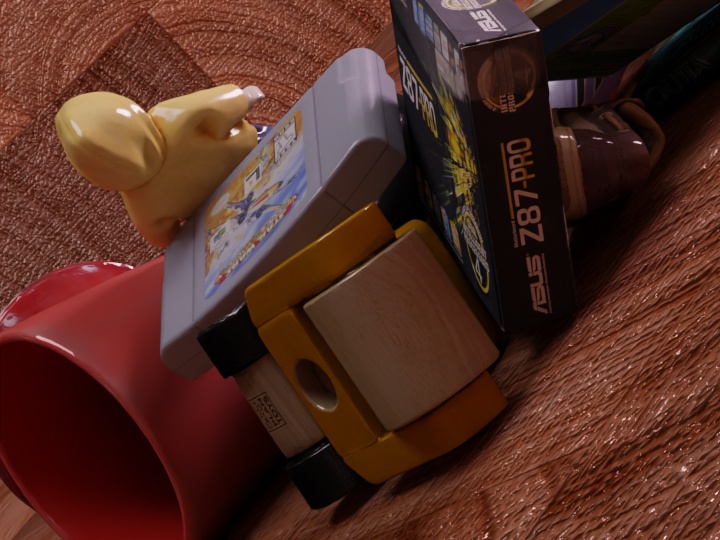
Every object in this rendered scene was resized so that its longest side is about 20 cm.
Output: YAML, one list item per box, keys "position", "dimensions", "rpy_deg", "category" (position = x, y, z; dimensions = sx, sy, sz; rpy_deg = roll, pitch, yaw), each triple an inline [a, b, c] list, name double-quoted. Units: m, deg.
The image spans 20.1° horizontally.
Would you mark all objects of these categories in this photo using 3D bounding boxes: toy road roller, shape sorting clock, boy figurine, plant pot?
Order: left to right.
- position: [-0.124, 0.081, 1.352]
  dimensions: [0.177, 0.201, 0.200]
  rpy_deg: [-37, 2, -36]
  category: "plant pot"
- position: [-0.111, -0.066, 1.307]
  dimensions: [0.064, 0.199, 0.125]
  rpy_deg: [47, 120, 41]
  category: "boy figurine"
- position: [0.018, 0.029, 1.094]
  dimensions: [0.146, 0.123, 0.200]
  rpy_deg: [-36, 2, -31]
  category: "toy road roller"
- position: [0.154, -0.160, 1.222]
  dimensions: [0.199, 0.039, 0.200]
  rpy_deg: [-26, -10, -5]
  category: "shape sorting clock"

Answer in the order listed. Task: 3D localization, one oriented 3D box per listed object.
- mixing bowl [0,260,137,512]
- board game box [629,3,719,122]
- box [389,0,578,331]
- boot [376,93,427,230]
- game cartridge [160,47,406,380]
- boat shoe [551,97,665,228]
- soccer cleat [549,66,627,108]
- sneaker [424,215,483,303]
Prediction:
- position: [-0.172, 0.089, 1.485]
  dimensions: [0.200, 0.200, 0.108]
  rpy_deg: [-47, 16, -22]
  category: "mixing bowl"
- position: [0.261, -0.184, 1.278]
  dimensions: [0.200, 0.028, 0.135]
  rpy_deg: [-39, 10, 34]
  category: "board game box"
- position: [0.063, -0.081, 1.112]
  dimensions: [0.049, 0.162, 0.200]
  rpy_deg: [-11, 25, -7]
  category: "box"
- position: [0.000, -0.001, 1.336]
  dimensions: [0.200, 0.065, 0.166]
  rpy_deg: [-68, -20, -56]
  category: "boot"
- position: [-0.051, -0.031, 1.216]
  dimensions: [0.200, 0.041, 0.133]
  rpy_deg: [-46, 21, 22]
  category: "game cartridge"
- position: [0.143, -0.065, 1.183]
  dimensions: [0.071, 0.073, 0.200]
  rpy_deg: [-12, 2, 8]
  category: "boat shoe"
- position: [0.134, -0.101, 1.371]
  dimensions: [0.200, 0.073, 0.068]
  rpy_deg: [-41, -18, -17]
  category: "soccer cleat"
- position: [0.040, 0.021, 1.244]
  dimensions: [0.200, 0.076, 0.081]
  rpy_deg: [-47, -10, -24]
  category: "sneaker"
